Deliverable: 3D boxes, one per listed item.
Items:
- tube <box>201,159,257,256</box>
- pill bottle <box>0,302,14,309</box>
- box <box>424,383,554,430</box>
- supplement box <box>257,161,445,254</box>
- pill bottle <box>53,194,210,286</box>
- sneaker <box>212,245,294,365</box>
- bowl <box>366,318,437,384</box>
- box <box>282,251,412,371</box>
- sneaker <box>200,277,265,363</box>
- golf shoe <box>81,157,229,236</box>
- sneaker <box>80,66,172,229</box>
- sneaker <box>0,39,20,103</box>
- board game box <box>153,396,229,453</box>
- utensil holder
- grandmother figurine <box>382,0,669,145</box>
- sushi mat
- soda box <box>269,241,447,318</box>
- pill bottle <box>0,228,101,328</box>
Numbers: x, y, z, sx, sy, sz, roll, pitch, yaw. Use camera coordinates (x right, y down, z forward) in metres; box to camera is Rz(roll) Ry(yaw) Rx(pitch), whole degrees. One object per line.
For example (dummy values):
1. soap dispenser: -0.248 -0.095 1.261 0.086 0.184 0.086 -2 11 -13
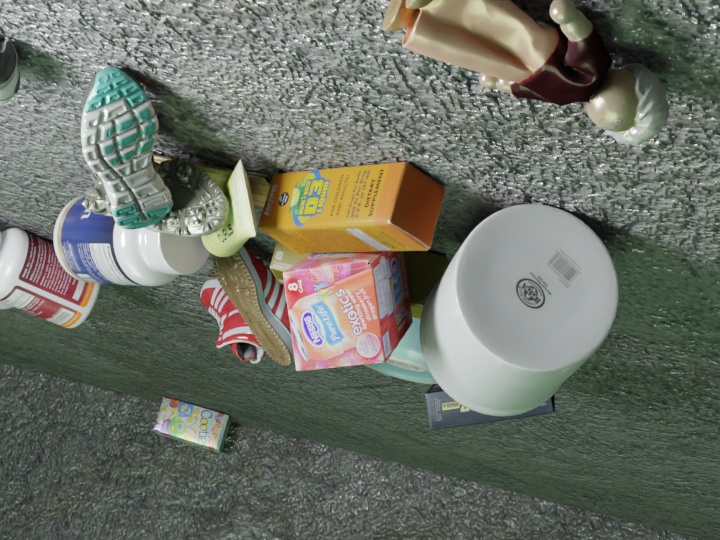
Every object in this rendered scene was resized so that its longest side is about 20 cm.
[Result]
1. tube: -0.136 -0.058 1.257 0.058 0.052 0.200 38 164 -6
2. pill bottle: -0.637 0.003 1.944 0.198 0.116 0.114 1 159 43
3. box: 0.171 0.159 1.519 0.155 0.052 0.200 -10 180 9
4. supplement box: -0.013 -0.059 1.160 0.068 0.068 0.198 28 161 -38
5. pill bottle: -0.272 -0.039 1.418 0.198 0.113 0.111 2 160 42
6. sneaker: -0.115 0.014 1.558 0.071 0.113 0.202 4 131 44
7. bowl: 0.063 0.077 1.495 0.197 0.107 0.201 15 166 4
8. box: -0.009 0.029 1.220 0.093 0.105 0.200 -6 -171 11
9. sneaker: -0.184 0.073 1.690 0.071 0.114 0.199 25 163 -31
10. golf shoe: -0.201 -0.073 1.261 0.198 0.079 0.097 16 171 36
11. sneaker: -0.236 -0.129 1.132 0.076 0.092 0.201 -20 148 -16
12. sneaker: -0.412 -0.193 1.083 0.197 0.075 0.089 18 163 -6
13. board game box: -0.483 0.446 3.389 0.197 0.105 0.105 16 165 2
14. utensil holder: 0.151 0.043 1.157 0.167 0.173 0.200 16 164 1
15. grandmother figurine: 0.114 -0.138 0.767 0.197 0.061 0.121 23 173 -15
16. sushi mat: -0.177 -0.101 1.285 0.197 0.012 0.096 12 163 15
17. soda box: 0.000 0.000 1.362 0.197 0.065 0.068 13 166 10
18. pill bottle: -0.511 0.004 1.819 0.199 0.115 0.112 28 161 -37
